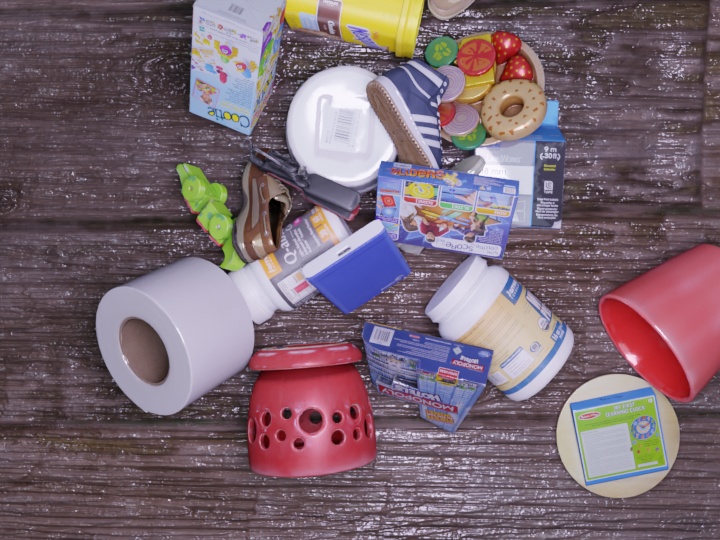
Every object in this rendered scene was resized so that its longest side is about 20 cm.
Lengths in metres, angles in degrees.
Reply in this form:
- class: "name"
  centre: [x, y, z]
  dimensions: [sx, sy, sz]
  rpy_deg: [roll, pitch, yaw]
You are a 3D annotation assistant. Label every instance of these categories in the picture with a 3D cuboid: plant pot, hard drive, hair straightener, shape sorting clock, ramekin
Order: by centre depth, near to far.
- class: "hair straightener"
  centre: [-0.087, -0.145, 1.106]
  dimensions: [0.199, 0.077, 0.041]
  rpy_deg: [32, 70, 5]
- class: "hard drive"
  centre: [0.000, 0.000, 1.142]
  dimensions: [0.131, 0.200, 0.026]
  rpy_deg: [-33, 68, 3]
- class: "plant pot"
  centre: [0.495, 0.068, 1.150]
  dimensions: [0.177, 0.200, 0.201]
  rpy_deg: [-36, 94, -5]
- class: "plant pot"
  centre: [-0.078, 0.206, 1.166]
  dimensions: [0.198, 0.200, 0.185]
  rpy_deg: [-4, 86, 1]
- class: "ramekin"
  centre: [-0.022, -0.218, 1.171]
  dimensions: [0.198, 0.098, 0.203]
  rpy_deg: [0, 95, 1]
- class: "shape sorting clock"
  centre: [0.419, 0.269, 1.235]
  dimensions: [0.197, 0.039, 0.203]
  rpy_deg: [0, 95, 3]

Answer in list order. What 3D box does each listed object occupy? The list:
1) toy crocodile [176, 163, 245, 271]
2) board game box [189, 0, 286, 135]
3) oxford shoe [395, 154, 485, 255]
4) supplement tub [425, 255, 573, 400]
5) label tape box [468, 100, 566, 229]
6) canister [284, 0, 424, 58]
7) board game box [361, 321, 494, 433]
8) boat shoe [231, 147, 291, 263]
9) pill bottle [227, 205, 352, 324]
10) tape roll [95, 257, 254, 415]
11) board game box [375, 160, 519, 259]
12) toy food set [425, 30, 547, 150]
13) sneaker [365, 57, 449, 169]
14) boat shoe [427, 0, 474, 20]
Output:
- class: "toy crocodile"
  centre: [-0.231, -0.088, 1.178]
  dimensions: [0.062, 0.067, 0.201]
  rpy_deg: [-43, 70, 19]
- class: "board game box"
  centre: [-0.181, -0.317, 1.105]
  dimensions: [0.104, 0.201, 0.104]
  rpy_deg: [21, 55, -1]
- class: "oxford shoe"
  centre: [0.128, -0.099, 1.177]
  dimensions: [0.058, 0.075, 0.200]
  rpy_deg: [37, 116, -11]
- class: "supplement tub"
  centre: [0.212, 0.086, 1.170]
  dimensions: [0.200, 0.145, 0.145]
  rpy_deg: [41, 95, -3]
- class: "label tape box"
  centre: [0.243, -0.169, 1.187]
  dimensions: [0.142, 0.063, 0.203]
  rpy_deg: [2, 96, 1]
- class: "canister"
  centre: [-0.008, -0.389, 1.132]
  dimensions: [0.197, 0.149, 0.088]
  rpy_deg: [13, 95, 2]
- class: "board game box"
  centre: [0.101, 0.175, 1.173]
  dimensions: [0.197, 0.201, 0.062]
  rpy_deg: [12, 56, 16]
- class: "boat shoe"
  centre: [-0.139, -0.100, 1.155]
  dimensions: [0.073, 0.076, 0.202]
  rpy_deg: [-8, 57, 20]
- class: "pill bottle"
  centre: [-0.101, -0.010, 1.182]
  dimensions: [0.199, 0.116, 0.117]
  rpy_deg: [-33, 94, 4]
- class: "tape roll"
  centre: [-0.278, 0.096, 1.140]
  dimensions: [0.201, 0.139, 0.205]
  rpy_deg: [14, 117, 30]
- class: "board game box"
  centre: [0.120, -0.085, 1.099]
  dimensions: [0.197, 0.136, 0.035]
  rpy_deg: [10, 51, 5]
- class: "toy food set"
  centre: [0.180, -0.277, 1.151]
  dimensions: [0.195, 0.049, 0.203]
  rpy_deg: [-7, 72, 16]
- class: "sneaker"
  centre: [0.097, -0.211, 1.108]
  dimensions: [0.108, 0.070, 0.201]
  rpy_deg: [-40, 111, -26]
- class: "boat shoe"
  centre: [0.180, -0.473, 1.160]
  dimensions: [0.200, 0.065, 0.072]
  rpy_deg: [-44, 93, 4]
